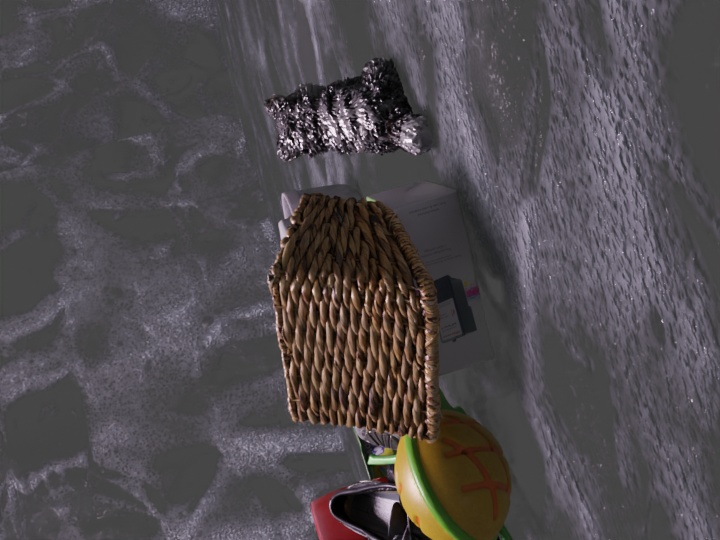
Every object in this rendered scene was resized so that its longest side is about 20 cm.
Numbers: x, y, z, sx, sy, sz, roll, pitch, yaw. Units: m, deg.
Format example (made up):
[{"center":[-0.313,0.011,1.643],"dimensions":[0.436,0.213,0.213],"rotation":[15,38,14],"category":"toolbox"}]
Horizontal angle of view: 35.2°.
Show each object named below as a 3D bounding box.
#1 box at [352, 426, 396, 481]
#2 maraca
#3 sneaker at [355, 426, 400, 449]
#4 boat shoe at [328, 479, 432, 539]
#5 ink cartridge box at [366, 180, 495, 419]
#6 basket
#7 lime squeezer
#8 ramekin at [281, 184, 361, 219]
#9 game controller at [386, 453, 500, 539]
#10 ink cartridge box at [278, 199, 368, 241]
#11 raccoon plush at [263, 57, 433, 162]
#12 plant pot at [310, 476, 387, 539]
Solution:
[{"center":[0.050,0.260,1.513],"dimensions":[0.200,0.048,0.118],"rotation":[38,-152,-58],"category":"box"},{"center":[0.090,0.188,1.116],"dimensions":[0.137,0.106,0.201],"rotation":[46,-158,-25],"category":"maraca"},{"center":[0.024,0.115,1.211],"dimensions":[0.201,0.077,0.101],"rotation":[80,-158,-62],"category":"sneaker"},{"center":[0.044,0.260,1.186],"dimensions":[0.198,0.066,0.076],"rotation":[13,92,45],"category":"boat shoe"},{"center":[0.069,0.024,1.068],"dimensions":[0.117,0.066,0.203],"rotation":[-141,36,-75],"category":"ink cartridge box"},{"center":[0.013,0.036,1.018],"dimensions":[0.144,0.147,0.202],"rotation":[-70,-19,-45],"category":"basket"},{"center":[0.091,0.223,1.197],"dimensions":[0.199,0.038,0.071],"rotation":[28,102,29],"category":"lime squeezer"},{"center":[-0.038,-0.027,1.625],"dimensions":[0.200,0.104,0.203],"rotation":[165,90,-83],"category":"ramekin"},{"center":[0.099,0.283,1.243],"dimensions":[0.042,0.103,0.202],"rotation":[-58,43,47],"category":"game controller"},{"center":[0.000,0.000,1.224],"dimensions":[0.200,0.142,0.085],"rotation":[-119,19,-64],"category":"ink cartridge box"},{"center":[-0.019,-0.149,1.107],"dimensions":[0.200,0.132,0.098],"rotation":[-141,37,-78],"category":"raccoon plush"},{"center":[0.055,0.338,1.339],"dimensions":[0.200,0.180,0.203],"rotation":[160,90,-89],"category":"plant pot"}]
